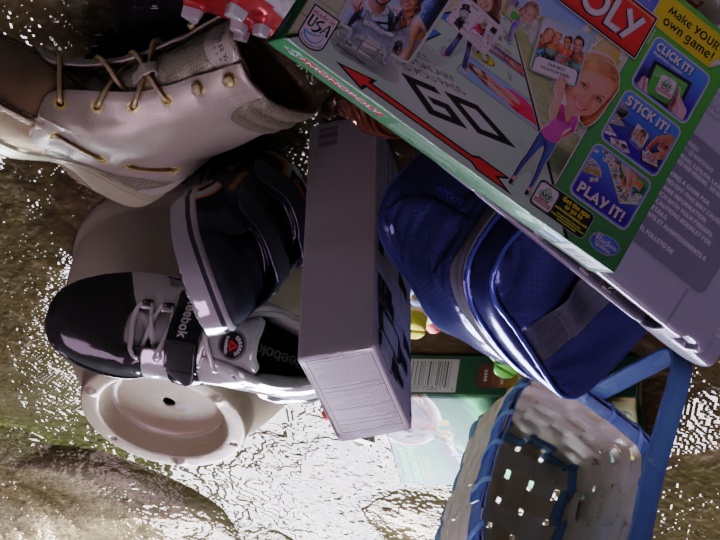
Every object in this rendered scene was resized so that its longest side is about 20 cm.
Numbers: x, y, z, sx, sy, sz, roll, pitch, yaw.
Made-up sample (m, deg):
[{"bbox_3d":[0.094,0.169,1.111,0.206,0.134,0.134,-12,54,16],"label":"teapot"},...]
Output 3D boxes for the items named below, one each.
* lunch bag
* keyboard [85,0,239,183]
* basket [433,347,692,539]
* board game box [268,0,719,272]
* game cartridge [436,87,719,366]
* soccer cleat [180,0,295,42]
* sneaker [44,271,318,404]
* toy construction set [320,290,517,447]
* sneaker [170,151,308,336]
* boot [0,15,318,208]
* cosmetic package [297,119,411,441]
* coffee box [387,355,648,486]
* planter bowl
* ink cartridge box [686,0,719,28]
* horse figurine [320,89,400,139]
[{"bbox_3d":[0.129,-0.034,0.866,0.132,0.200,0.136,32,164,49],"label":"lunch bag"},{"bbox_3d":[-0.127,-0.127,0.959,0.104,0.040,0.200,2,146,-6],"label":"keyboard"},{"bbox_3d":[0.147,0.150,1.040,0.139,0.176,0.200,28,154,-12],"label":"basket"},{"bbox_3d":[0.074,-0.108,0.720,0.200,0.135,0.029,33,172,-18],"label":"board game box"},{"bbox_3d":[0.142,-0.059,0.780,0.200,0.133,0.040,37,173,-17],"label":"game cartridge"},{"bbox_3d":[-0.032,-0.160,0.829,0.200,0.085,0.069,21,175,-33],"label":"soccer cleat"},{"bbox_3d":[-0.099,0.040,0.967,0.200,0.074,0.089,10,170,-16],"label":"sneaker"},{"bbox_3d":[0.047,0.040,1.058,0.200,0.092,0.131,-28,130,16],"label":"toy construction set"},{"bbox_3d":[-0.069,-0.027,0.936,0.079,0.200,0.078,-17,112,4],"label":"sneaker"},{"bbox_3d":[-0.136,-0.111,0.879,0.155,0.072,0.200,-21,150,30],"label":"boot"},{"bbox_3d":[0.000,0.000,0.937,0.051,0.200,0.083,-10,136,11],"label":"cosmetic package"},{"bbox_3d":[0.120,0.118,1.166,0.200,0.044,0.123,0,137,14],"label":"coffee box"},{"bbox_3d":[-0.126,0.054,1.087,0.200,0.135,0.200,7,139,6],"label":"planter bowl"},{"bbox_3d":[0.149,-0.223,0.734,0.200,0.085,0.146,31,137,-23],"label":"ink cartridge box"},{"bbox_3d":[0.057,-0.139,0.820,0.133,0.200,0.050,47,173,-34],"label":"horse figurine"}]
